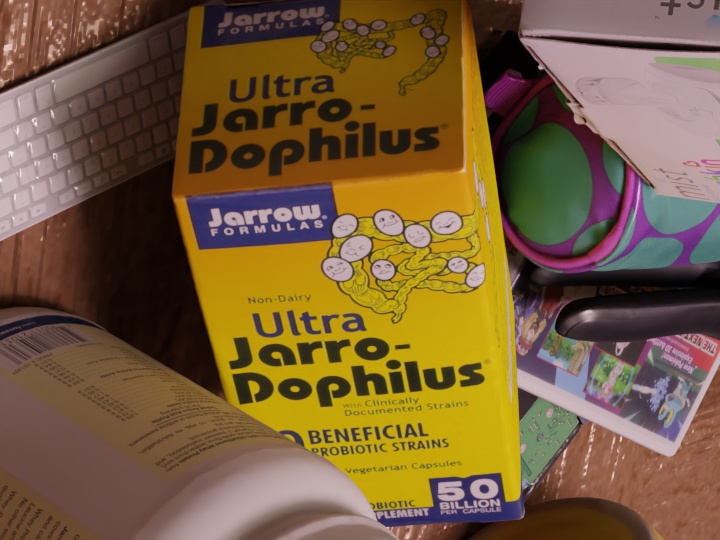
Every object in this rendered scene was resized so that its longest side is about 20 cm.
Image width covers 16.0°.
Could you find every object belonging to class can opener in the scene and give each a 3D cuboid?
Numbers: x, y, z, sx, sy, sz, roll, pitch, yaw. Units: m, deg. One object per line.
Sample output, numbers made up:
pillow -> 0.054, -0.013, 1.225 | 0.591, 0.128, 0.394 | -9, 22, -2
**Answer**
can opener -> 0.150, 0.005, 1.168 | 0.200, 0.063, 0.079 | 2, 137, -40

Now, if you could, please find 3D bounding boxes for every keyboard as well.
keyboard -> -0.123, -0.045, 0.957 | 0.200, 0.011, 0.056 | -29, 131, -36

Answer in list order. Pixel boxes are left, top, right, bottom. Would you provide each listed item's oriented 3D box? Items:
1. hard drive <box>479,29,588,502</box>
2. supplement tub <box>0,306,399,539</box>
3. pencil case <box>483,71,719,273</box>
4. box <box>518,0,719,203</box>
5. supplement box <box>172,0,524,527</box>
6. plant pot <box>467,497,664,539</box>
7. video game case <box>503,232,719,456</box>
hard drive -> 0.070, 0.002, 1.184 | 0.140, 0.038, 0.200 | -51, 140, -14
supplement tub -> -0.082, 0.112, 0.942 | 0.145, 0.200, 0.145 | -26, 130, -37
pencil case -> 0.147, -0.051, 1.103 | 0.200, 0.092, 0.085 | -8, 153, -44
box -> 0.136, -0.132, 0.926 | 0.200, 0.097, 0.177 | 37, 60, -66
supplement box -> 0.000, 0.000, 0.999 | 0.200, 0.109, 0.110 | 78, 9, -45
plant pot -> 0.120, 0.221, 1.261 | 0.201, 0.201, 0.189 | -44, 122, -23
video game case -> 0.136, -0.017, 1.201 | 0.200, 0.023, 0.182 | 26, 90, -53
